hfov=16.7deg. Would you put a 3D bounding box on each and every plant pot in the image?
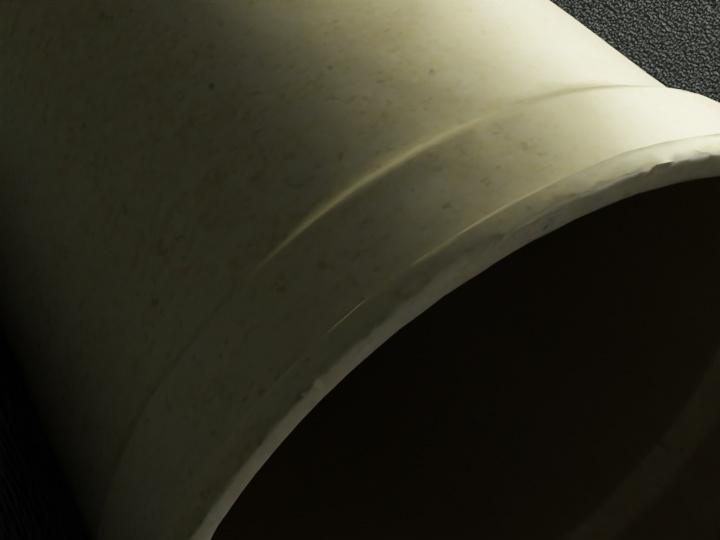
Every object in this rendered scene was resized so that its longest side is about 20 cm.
[{"bbox_3d":[-0.007,-0.002,0.563,0.184,0.200,0.201,51,-4,36],"label":"plant pot"}]
